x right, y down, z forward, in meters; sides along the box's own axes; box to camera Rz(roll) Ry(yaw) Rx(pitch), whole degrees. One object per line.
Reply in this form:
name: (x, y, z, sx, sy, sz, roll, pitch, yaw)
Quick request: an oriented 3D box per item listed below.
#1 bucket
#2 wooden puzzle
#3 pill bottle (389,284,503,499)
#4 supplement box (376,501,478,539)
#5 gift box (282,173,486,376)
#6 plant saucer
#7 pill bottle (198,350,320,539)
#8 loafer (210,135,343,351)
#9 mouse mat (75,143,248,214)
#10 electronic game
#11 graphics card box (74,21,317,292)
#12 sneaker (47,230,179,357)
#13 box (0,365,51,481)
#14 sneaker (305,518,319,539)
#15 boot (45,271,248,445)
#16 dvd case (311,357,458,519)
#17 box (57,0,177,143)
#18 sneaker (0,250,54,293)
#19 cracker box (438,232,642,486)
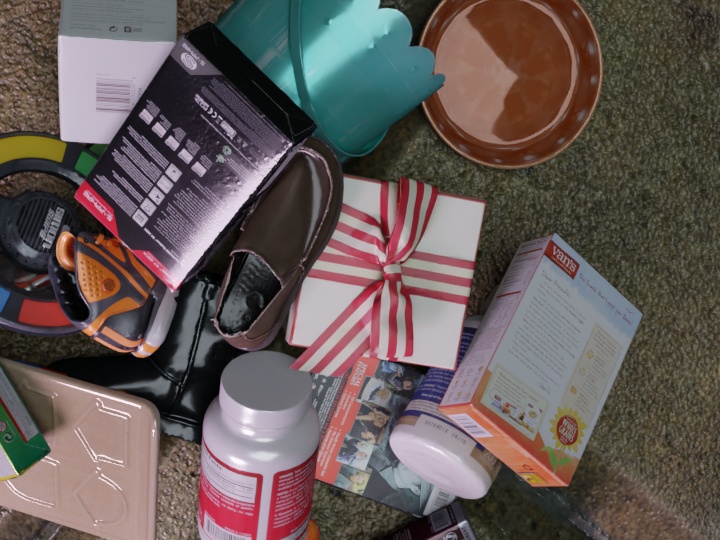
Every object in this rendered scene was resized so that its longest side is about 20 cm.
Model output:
bucket: (-0.033, -0.203, 1.124, 0.135, 0.207, 0.207, -43, 101, 2)
wooden puzzle: (-0.271, 0.166, 1.135, 0.199, 0.046, 0.186, 18, 125, 13)
pill bottle: (0.122, 0.117, 1.206, 0.111, 0.111, 0.201, 38, 67, -12)
supplement box: (0.039, 0.335, 1.248, 0.199, 0.061, 0.109, -27, 100, 1)
gift box: (0.000, 0.000, 1.153, 0.199, 0.187, 0.186, 4, 95, -12)
plant saucer: (0.151, -0.205, 1.238, 0.199, 0.032, 0.202, -1, 97, -10)
pill bottle: (-0.097, 0.180, 1.152, 0.111, 0.113, 0.201, 1, 126, -10)
loafer: (-0.071, -0.020, 1.039, 0.073, 0.071, 0.201, 21, 97, 9)
mouse mat: (-0.169, -0.106, 1.177, 0.200, 0.008, 0.161, -41, 82, -3)
electronic game: (-0.293, -0.036, 1.106, 0.199, 0.042, 0.201, 13, 63, -27)
graphics card box: (-0.140, -0.091, 0.999, 0.125, 0.051, 0.200, 43, 126, 1)
sneaker: (-0.212, -0.030, 1.089, 0.112, 0.077, 0.201, 26, 57, -30)
box: (-0.384, 0.148, 1.123, 0.048, 0.199, 0.118, -40, 106, -49)
sneaker: (-0.128, 0.313, 1.218, 0.199, 0.077, 0.073, -28, 98, -8)
boot: (-0.200, 0.070, 1.182, 0.197, 0.073, 0.163, 18, 90, -11)
dvd case: (0.026, 0.168, 1.259, 0.199, 0.022, 0.147, 21, 92, -11)
box: (-0.213, -0.226, 1.070, 0.097, 0.125, 0.201, 2, 52, -11)
sneaker: (-0.353, 0.002, 1.147, 0.199, 0.077, 0.082, -27, 85, -14)
cracker box: (0.174, 0.085, 1.142, 0.134, 0.058, 0.201, 40, 63, -20)
